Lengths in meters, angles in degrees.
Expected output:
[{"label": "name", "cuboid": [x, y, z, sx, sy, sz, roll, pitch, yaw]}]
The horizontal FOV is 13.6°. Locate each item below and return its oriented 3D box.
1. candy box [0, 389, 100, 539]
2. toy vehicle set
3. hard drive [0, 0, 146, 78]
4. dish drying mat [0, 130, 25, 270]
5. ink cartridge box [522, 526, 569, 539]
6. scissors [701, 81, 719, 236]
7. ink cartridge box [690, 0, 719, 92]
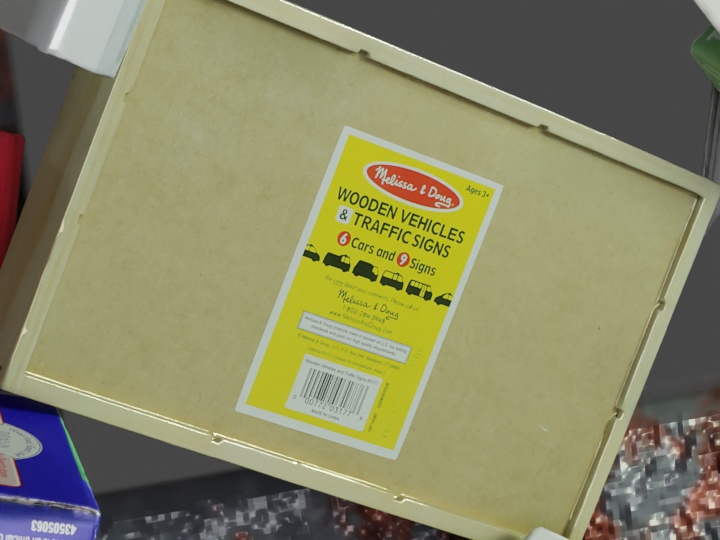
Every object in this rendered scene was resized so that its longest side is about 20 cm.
[{"label": "candy box", "cuboid": [-0.124, 0.136, 0.801, 0.076, 0.169, 0.201, 9, 98, -12]}, {"label": "toy vehicle set", "cuboid": [0.000, 0.000, 0.856, 0.199, 0.026, 0.125, 21, 94, -31]}, {"label": "hard drive", "cuboid": [-0.055, -0.157, 0.786, 0.027, 0.132, 0.201, 22, 94, -27]}, {"label": "dish drying mat", "cuboid": [-0.192, -0.018, 0.822, 0.199, 0.018, 0.077, 9, 66, -15]}, {"label": "ink cartridge box", "cuboid": [0.074, 0.160, 0.792, 0.160, 0.200, 0.050, 28, 118, 13]}, {"label": "scissors", "cuboid": [0.117, -0.114, 0.899, 0.073, 0.014, 0.201, 24, 94, -19]}, {"label": "ink cartridge box", "cuboid": [0.154, -0.105, 0.862, 0.146, 0.048, 0.200, -45, 123, -2]}]
